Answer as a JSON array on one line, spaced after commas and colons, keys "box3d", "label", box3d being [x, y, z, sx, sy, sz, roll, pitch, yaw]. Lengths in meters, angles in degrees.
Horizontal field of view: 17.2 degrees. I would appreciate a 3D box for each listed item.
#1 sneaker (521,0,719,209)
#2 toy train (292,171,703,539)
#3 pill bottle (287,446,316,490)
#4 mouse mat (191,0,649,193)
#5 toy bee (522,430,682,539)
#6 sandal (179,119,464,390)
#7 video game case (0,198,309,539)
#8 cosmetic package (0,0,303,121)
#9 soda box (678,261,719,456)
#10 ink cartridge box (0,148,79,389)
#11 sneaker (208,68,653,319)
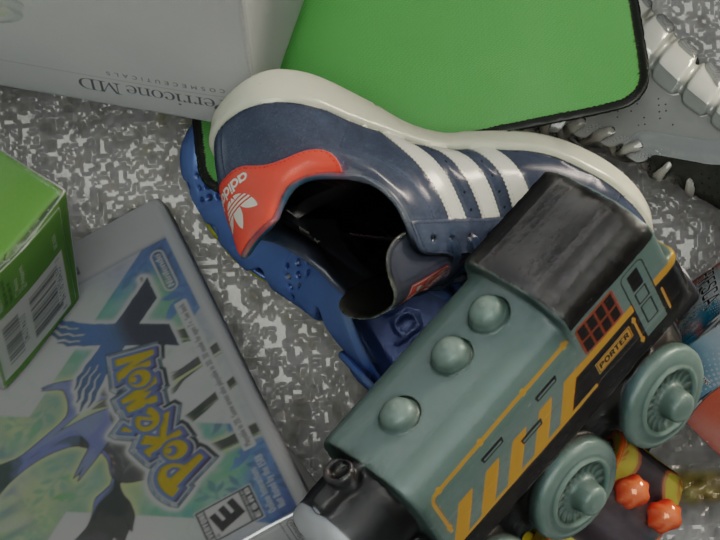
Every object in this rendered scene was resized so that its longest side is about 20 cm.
[{"box3d": [0.106, -0.057, 1.052, 0.115, 0.075, 0.200, -42, 78, 3], "label": "sneaker"}, {"box3d": [0.055, 0.056, 0.937, 0.200, 0.114, 0.085, -47, 49, -12], "label": "toy train"}, {"box3d": [-0.094, 0.161, 1.019, 0.200, 0.109, 0.109, -36, 88, -1], "label": "pill bottle"}, {"box3d": [0.018, -0.122, 1.034, 0.200, 0.008, 0.161, -11, 66, 10], "label": "mouse mat"}, {"box3d": [0.091, 0.106, 1.017, 0.131, 0.109, 0.200, 15, 94, -8], "label": "toy bee"}, {"box3d": [0.000, 0.000, 1.037, 0.200, 0.087, 0.079, 44, 90, 3], "label": "sandal"}, {"box3d": [-0.131, 0.077, 1.005, 0.182, 0.022, 0.200, -29, 47, -1], "label": "video game case"}, {"box3d": [-0.128, -0.176, 0.958, 0.199, 0.200, 0.123, 10, 56, 11], "label": "cosmetic package"}, {"box3d": [0.215, 0.080, 1.018, 0.200, 0.068, 0.064, 43, 130, -8], "label": "soda box"}, {"box3d": [-0.215, -0.042, 1.006, 0.200, 0.104, 0.059, 33, 68, 12], "label": "ink cartridge box"}, {"box3d": [0.031, -0.014, 0.978, 0.200, 0.075, 0.085, 12, 51, -20], "label": "sneaker"}]
